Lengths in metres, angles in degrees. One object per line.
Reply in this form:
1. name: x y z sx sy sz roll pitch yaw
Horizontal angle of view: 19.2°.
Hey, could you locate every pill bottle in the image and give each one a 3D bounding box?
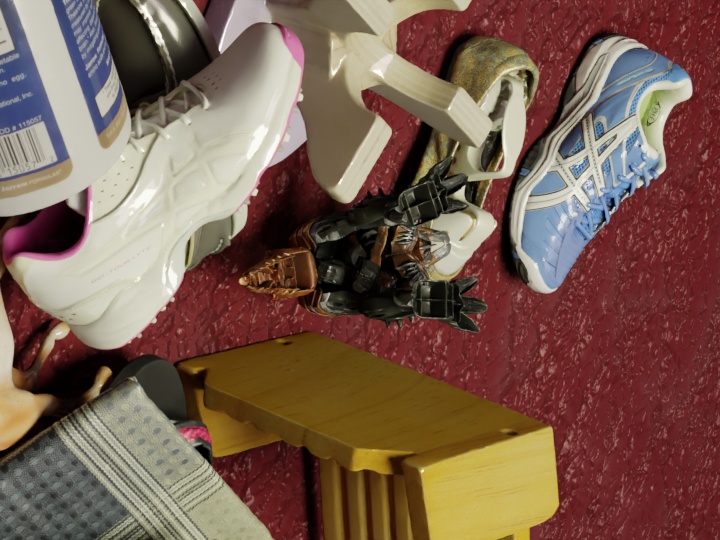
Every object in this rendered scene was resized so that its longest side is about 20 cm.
1. pill bottle: -0.189 -0.134 1.030 0.111 0.111 0.200 -43 136 -32

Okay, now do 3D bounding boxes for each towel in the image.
1. towel: -0.161 0.167 1.213 0.193 0.035 0.200 -36 133 -3

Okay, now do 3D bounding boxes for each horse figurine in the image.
1. horse figurine: -0.199 0.035 1.148 0.133 0.050 0.200 -37 130 -44

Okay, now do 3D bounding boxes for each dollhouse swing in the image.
1. dollhouse swing: 0.000 0.154 1.327 0.182 0.200 0.176 -12 116 -49

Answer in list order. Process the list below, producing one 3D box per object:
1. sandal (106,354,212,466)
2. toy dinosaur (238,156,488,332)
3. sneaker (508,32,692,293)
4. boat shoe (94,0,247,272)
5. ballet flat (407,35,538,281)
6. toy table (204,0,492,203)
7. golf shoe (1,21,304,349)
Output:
1. sandal: -0.111 0.123 1.277 0.075 0.045 0.200 -52 149 -30
2. toy dinosaur: 0.000 0.000 1.311 0.200 0.136 0.102 -43 118 -48
3. sneaker: 0.171 -0.075 1.541 0.076 0.077 0.200 27 86 -55
4. boat shoe: -0.113 -0.081 1.183 0.060 0.072 0.202 -48 142 -34
5. ballet flat: 0.069 -0.059 1.429 0.071 0.071 0.200 16 94 -53
6. toy table: -0.005 -0.139 1.256 0.184 0.117 0.200 25 87 -53
7. golf shoe: -0.108 -0.054 1.114 0.092 0.075 0.200 34 92 -34
